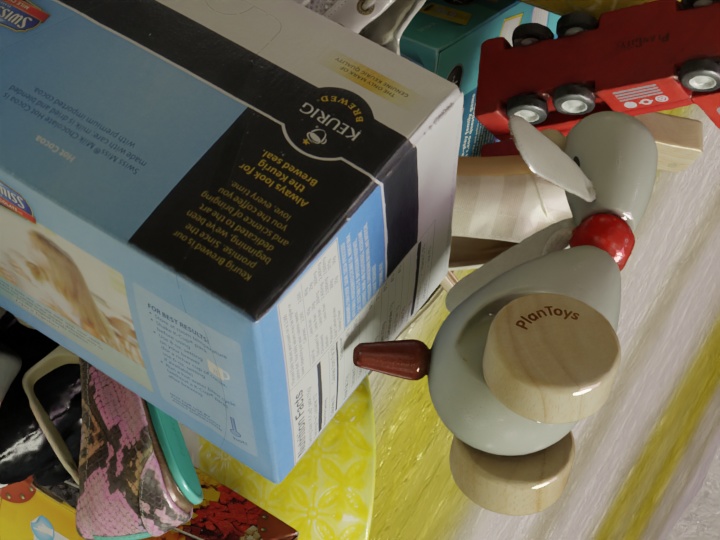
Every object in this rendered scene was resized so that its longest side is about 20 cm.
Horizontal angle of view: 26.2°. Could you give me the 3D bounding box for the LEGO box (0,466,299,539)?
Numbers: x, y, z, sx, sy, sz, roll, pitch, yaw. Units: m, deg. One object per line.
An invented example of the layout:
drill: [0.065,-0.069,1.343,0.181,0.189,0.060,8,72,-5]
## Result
LEGO box: [-0.135,0.201,0.862,0.077,0.149,0.200,-31,144,-53]

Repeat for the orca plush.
orca plush: [-0.120,0.066,0.776,0.200,0.071,0.105,-9,113,-44]

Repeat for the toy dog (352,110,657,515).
toy dog: [0.060,0.005,0.637,0.200,0.096,0.132,-62,170,-63]

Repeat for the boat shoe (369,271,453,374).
boat shoe: [0.008,0.011,1.058,0.200,0.072,0.068,-61,159,-4]

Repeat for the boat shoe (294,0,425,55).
boat shoe: [-0.011,-0.102,0.740,0.200,0.069,0.071,-54,169,33]

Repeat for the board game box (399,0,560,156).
board game box: [0.065,-0.100,0.907,0.200,0.047,0.151,-37,144,-47]

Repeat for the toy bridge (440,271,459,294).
toy bridge: [0.000,0.000,0.838,0.027,0.200,0.067,-101,-145,-60]

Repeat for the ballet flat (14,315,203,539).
ballet flat: [-0.125,0.032,0.719,0.071,0.200,0.069,-17,152,4]

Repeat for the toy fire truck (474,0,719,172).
toy fire truck: [0.130,-0.077,0.794,0.141,0.200,0.049,34,55,-50]

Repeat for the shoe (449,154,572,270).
shoe: [0.025,-0.025,0.771,0.070,0.200,0.053,96,-10,-73]

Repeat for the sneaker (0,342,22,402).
sneaker: [-0.216,0.063,0.621,0.108,0.067,0.201,-63,161,-2]

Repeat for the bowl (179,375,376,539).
bowl: [-0.075,0.120,0.923,0.108,0.200,0.200,6,119,-21]

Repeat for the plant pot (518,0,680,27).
plant pot: [0.118,-0.231,0.808,0.200,0.195,0.194,-48,156,-49]

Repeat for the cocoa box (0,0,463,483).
cocoa box: [-0.077,-0.036,0.628,0.131,0.200,0.133,-50,158,-26]
